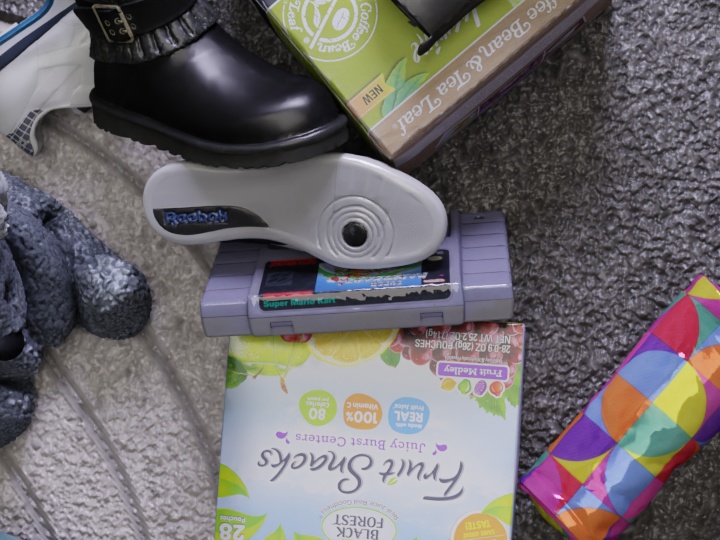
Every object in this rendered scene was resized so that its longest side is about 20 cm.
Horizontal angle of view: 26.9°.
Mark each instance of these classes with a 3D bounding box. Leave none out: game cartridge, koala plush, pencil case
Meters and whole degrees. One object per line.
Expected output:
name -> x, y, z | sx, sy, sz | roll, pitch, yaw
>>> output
game cartridge -> 0.000, 0.000, 0.996 | 0.199, 0.130, 0.039 | -4, 110, 4
koala plush -> -0.265, 0.007, 0.981 | 0.177, 0.200, 0.184 | -42, 84, 2
pencil case -> 0.196, 0.097, 0.996 | 0.088, 0.088, 0.200 | 43, 92, 6

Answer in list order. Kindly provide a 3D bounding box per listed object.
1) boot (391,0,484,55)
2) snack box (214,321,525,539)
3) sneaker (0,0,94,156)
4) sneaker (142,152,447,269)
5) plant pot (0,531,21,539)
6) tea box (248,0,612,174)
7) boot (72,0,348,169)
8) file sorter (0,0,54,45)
boot -> 0.031, -0.245, 0.901 | 0.138, 0.077, 0.200 | -39, 83, 5
snack box -> 0.008, 0.113, 1.018 | 0.199, 0.068, 0.169 | 4, 87, 7
sneaker -> -0.179, -0.165, 1.055 | 0.200, 0.076, 0.081 | -35, 97, 6
sneaker -> -0.033, -0.053, 0.998 | 0.199, 0.112, 0.073 | 7, 106, 12
plant pot -> -0.255, 0.252, 0.989 | 0.200, 0.200, 0.135 | 29, 55, 6
tea box -> 0.038, -0.201, 0.998 | 0.200, 0.134, 0.197 | -41, 85, 1
boot -> -0.105, -0.155, 0.945 | 0.210, 0.079, 0.158 | 14, 123, 29
file sorter -> -0.309, -0.239, 1.004 | 0.138, 0.123, 0.200 | -32, 61, 4
